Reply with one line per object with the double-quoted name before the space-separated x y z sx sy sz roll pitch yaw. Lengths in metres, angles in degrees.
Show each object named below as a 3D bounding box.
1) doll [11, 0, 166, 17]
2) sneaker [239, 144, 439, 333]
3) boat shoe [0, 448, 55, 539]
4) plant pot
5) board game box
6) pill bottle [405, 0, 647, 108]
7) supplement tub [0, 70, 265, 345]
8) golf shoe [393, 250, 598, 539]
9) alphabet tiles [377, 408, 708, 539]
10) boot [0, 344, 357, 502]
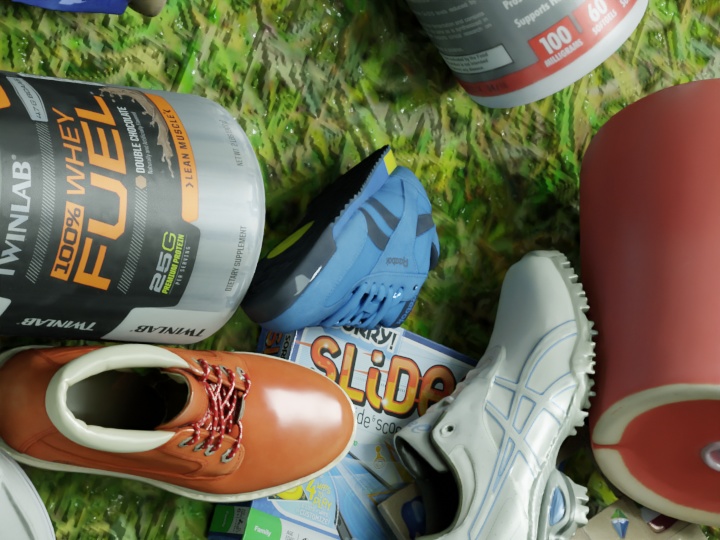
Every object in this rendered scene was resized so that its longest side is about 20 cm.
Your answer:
"doll" -0.184 -0.176 1.383 0.199 0.048 0.137 7 93 -31
"sneaker" 0.000 0.000 1.455 0.079 0.066 0.200 56 22 -6
"boat shoe" -0.199 0.091 1.329 0.072 0.066 0.200 -39 126 -8
"plant pot" 0.203 0.027 1.554 0.200 0.200 0.178 35 50 -31
"board game box" 0.021 0.104 1.540 0.199 0.034 0.136 23 75 -36
"pill bottle" 0.057 -0.195 1.529 0.116 0.116 0.200 -48 116 -28
"supplement tub" -0.154 -0.030 1.354 0.199 0.122 0.123 4 86 -38
"golf shoe" 0.067 0.075 1.508 0.097 0.078 0.201 12 62 -13
"alphabet tiles" 0.101 0.163 1.532 0.199 0.008 0.168 -29 83 -35
"boot" -0.078 0.071 1.400 0.199 0.107 0.076 4 81 -28
